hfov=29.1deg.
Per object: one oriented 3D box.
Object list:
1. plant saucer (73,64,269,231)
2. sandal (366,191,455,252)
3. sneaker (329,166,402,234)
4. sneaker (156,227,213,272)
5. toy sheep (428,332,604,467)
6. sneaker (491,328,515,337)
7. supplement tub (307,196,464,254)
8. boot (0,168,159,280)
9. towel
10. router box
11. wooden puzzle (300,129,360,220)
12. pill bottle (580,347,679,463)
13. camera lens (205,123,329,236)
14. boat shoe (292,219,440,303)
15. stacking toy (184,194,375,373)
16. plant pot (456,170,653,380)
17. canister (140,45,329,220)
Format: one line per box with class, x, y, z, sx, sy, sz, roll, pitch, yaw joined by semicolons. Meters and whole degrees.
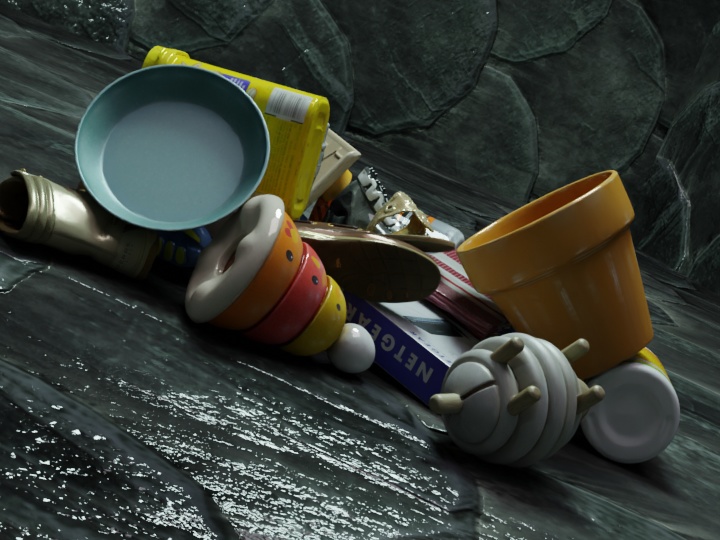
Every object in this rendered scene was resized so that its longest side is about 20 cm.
plant saucer;-0.191;-0.119;1.420;0.198;0.201;0.036;25;-29;8
sandal;0.037;-0.060;1.672;0.077;0.071;0.211;14;-11;-34
sneaker;0.024;-0.029;1.787;0.202;0.090;0.066;61;6;18
sneaker;-0.227;-0.043;1.540;0.198;0.071;0.083;28;-9;34
toy sheep;0.143;0.121;1.311;0.198;0.140;0.138;9;17;-37
sneaker;0.167;0.082;1.707;0.198;0.079;0.075;23;9;-2
supplement tub;0.031;-0.036;1.881;0.198;0.124;0.122;25;10;13
boot;-0.303;-0.067;1.430;0.154;0.073;0.200;18;20;-32
towel;0.132;0.023;1.655;0.143;0.023;0.199;35;21;20
router box;0.071;0.080;1.524;0.199;0.049;0.179;37;16;30
wooden puzzle;-0.085;-0.104;1.865;0.046;0.185;0.200;46;-1;-22
pill bottle;0.303;0.143;1.605;0.110;0.112;0.200;23;10;3
camera lens;-0.138;-0.106;1.636;0.158;0.202;0.160;22;10;-4
boat shoe;-0.012;-0.019;1.467;0.197;0.073;0.068;10;31;-10
stacking toy;-0.063;0.034;1.384;0.199;0.147;0.146;37;4;-22
plant pot;0.233;0.016;1.547;0.185;0.198;0.200;63;9;-5
canister;-0.145;-0.145;1.509;0.197;0.151;0.086;17;7;12
